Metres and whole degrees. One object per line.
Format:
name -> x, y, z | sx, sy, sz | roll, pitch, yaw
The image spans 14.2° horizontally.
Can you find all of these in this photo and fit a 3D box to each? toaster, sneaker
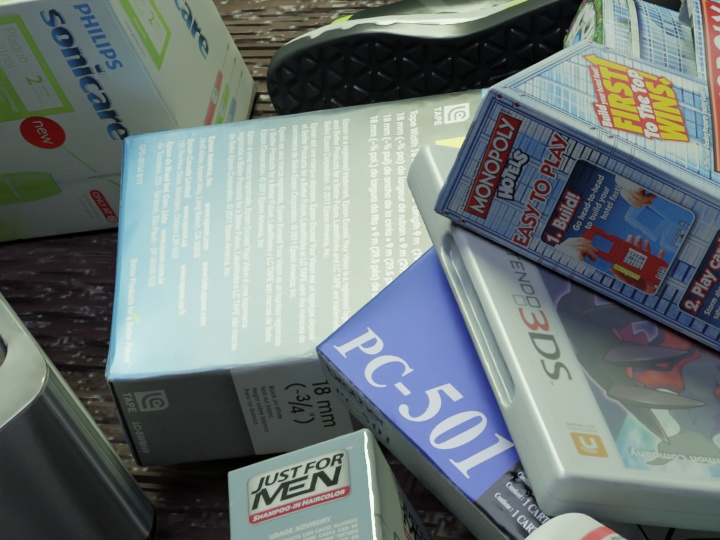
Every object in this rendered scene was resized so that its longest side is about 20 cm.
toaster -> -0.199, 0.091, 1.186 | 0.180, 0.119, 0.200 | -35, 44, -6
sneaker -> 0.059, -0.097, 1.285 | 0.199, 0.072, 0.083 | -9, 23, 18

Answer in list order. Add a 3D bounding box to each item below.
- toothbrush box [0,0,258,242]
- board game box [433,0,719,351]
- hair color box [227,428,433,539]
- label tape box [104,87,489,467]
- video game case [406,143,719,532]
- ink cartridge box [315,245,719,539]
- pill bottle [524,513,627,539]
toothbrush box -> -0.168, -0.091, 1.320 | 0.199, 0.146, 0.086 | -7, 47, 20
board game box -> 0.131, -0.042, 1.079 | 0.199, 0.062, 0.200 | 19, 35, -9
hair color box -> 0.001, 0.167, 1.027 | 0.060, 0.099, 0.201 | -18, 44, 13
label tape box -> 0.000, 0.000, 1.204 | 0.199, 0.063, 0.145 | -7, 46, 7
video game case -> 0.130, 0.027, 1.058 | 0.199, 0.023, 0.183 | 8, 38, -24
ink cartridge box -> 0.083, 0.071, 1.071 | 0.094, 0.044, 0.200 | -41, 63, -12
pill bottle -> 0.119, 0.173, 0.922 | 0.200, 0.109, 0.109 | 32, 67, 18
